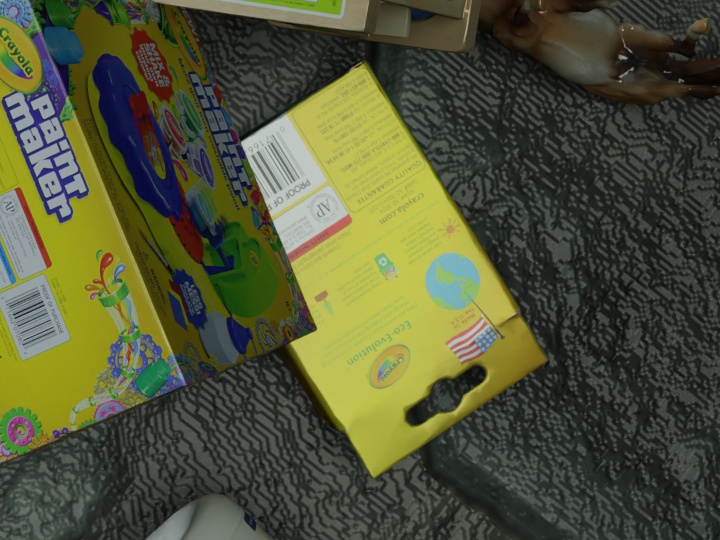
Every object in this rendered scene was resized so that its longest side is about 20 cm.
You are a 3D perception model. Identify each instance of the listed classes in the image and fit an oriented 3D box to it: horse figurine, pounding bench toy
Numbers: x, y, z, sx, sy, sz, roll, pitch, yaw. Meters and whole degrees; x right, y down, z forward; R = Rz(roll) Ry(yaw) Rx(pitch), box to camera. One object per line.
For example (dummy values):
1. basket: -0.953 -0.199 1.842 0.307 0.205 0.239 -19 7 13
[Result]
1. horse figurine: 0.136 -0.131 1.251 0.199 0.132 0.050 17 84 -22
2. pounding bench toy: -0.043 -0.194 1.188 0.199 0.156 0.125 11 95 24

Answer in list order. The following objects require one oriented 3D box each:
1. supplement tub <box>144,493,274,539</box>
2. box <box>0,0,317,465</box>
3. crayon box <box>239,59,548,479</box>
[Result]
1. supplement tub: -0.056 0.236 1.197 0.200 0.145 0.145 45 84 -7
2. box: -0.140 -0.027 1.127 0.121 0.193 0.201 -23 90 18
3. crayon box: 0.000 0.000 1.253 0.127 0.051 0.201 -32 95 -8
